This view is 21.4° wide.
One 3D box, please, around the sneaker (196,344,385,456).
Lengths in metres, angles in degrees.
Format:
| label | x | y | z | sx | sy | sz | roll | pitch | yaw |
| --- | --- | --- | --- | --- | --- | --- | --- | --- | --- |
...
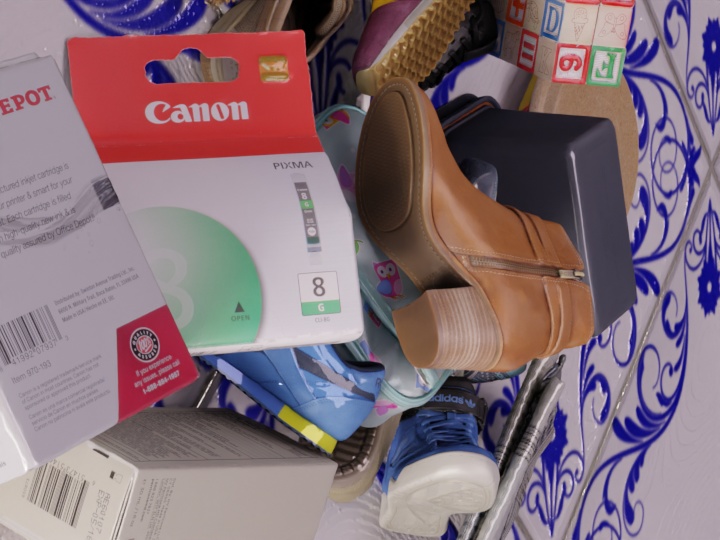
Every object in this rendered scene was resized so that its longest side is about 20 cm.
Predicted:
| label | x | y | z | sx | sy | sz | roll | pitch | yaw |
| --- | --- | --- | --- | --- | --- | --- | --- | --- | --- |
| sneaker | -0.071 | 0.033 | 1.206 | 0.200 | 0.066 | 0.079 | 37 | 89 | -18 |

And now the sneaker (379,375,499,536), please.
| label | x | y | z | sx | sy | sz | roll | pitch | yaw |
| --- | --- | --- | --- | --- | --- | --- | --- | --- | --- |
| sneaker | 0.059 | 0.124 | 1.396 | 0.200 | 0.076 | 0.112 | 113 | -14 | -71 |

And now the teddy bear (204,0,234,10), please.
| label | x | y | z | sx | sy | sz | roll | pitch | yaw |
| --- | --- | --- | --- | --- | --- | --- | --- | --- | --- |
| teddy bear | -0.118 | -0.250 | 1.182 | 0.201 | 0.066 | 0.146 | 60 | 43 | -39 |

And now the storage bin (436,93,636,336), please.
| label | x | y | z | sx | sy | sz | roll | pitch | yaw |
| --- | --- | --- | --- | --- | --- | --- | --- | --- | --- |
| storage bin | 0.132 | -0.033 | 1.507 | 0.145 | 0.133 | 0.202 | -32 | 117 | -51 |

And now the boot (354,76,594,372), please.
| label | x | y | z | sx | sy | sz | roll | pitch | yaw |
| --- | --- | --- | --- | --- | --- | --- | --- | --- | --- |
| boot | 0.080 | -0.031 | 1.283 | 0.154 | 0.073 | 0.202 | -5 | 84 | -39 |

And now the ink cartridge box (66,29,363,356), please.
| label | x | y | z | sx | sy | sz | roll | pitch | yaw |
| --- | --- | --- | --- | --- | --- | --- | --- | --- | --- |
| ink cartridge box | -0.088 | -0.050 | 1.155 | 0.160 | 0.050 | 0.202 | -4 | 85 | -22 |

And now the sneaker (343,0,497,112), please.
| label | x | y | z | sx | sy | sz | roll | pitch | yaw |
| --- | --- | --- | --- | --- | --- | --- | --- | --- | --- |
| sneaker | 0.050 | -0.168 | 1.392 | 0.070 | 0.099 | 0.202 | 123 | -18 | -72 |

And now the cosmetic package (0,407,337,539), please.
| label | x | y | z | sx | sy | sz | roll | pitch | yaw |
| --- | --- | --- | --- | --- | --- | --- | --- | --- | --- |
| cosmetic package | -0.116 | 0.132 | 1.163 | 0.199 | 0.103 | 0.074 | 9 | 101 | -55 |

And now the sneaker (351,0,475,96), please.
| label | x | y | z | sx | sy | sz | roll | pitch | yaw |
| --- | --- | --- | --- | --- | --- | --- | --- | --- | --- |
| sneaker | 0.032 | -0.207 | 1.336 | 0.201 | 0.090 | 0.075 | -55 | 161 | -26 |

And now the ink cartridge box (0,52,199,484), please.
| label | x | y | z | sx | sy | sz | roll | pitch | yaw |
| --- | --- | --- | --- | --- | --- | --- | --- | --- | --- |
| ink cartridge box | -0.194 | 0.001 | 1.015 | 0.145 | 0.083 | 0.201 | -27 | 92 | -53 |

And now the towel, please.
| label | x | y | z | sx | sy | sz | roll | pitch | yaw |
| --- | --- | --- | --- | --- | --- | --- | --- | --- | --- |
| towel | 0.121 | 0.170 | 1.505 | 0.193 | 0.034 | 0.201 | 78 | 34 | -68 |

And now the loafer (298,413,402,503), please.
| label | x | y | z | sx | sy | sz | roll | pitch | yaw |
| --- | --- | --- | --- | --- | --- | --- | --- | --- | --- |
| loafer | 0.000 | 0.083 | 1.375 | 0.069 | 0.075 | 0.201 | 95 | 15 | -50 |

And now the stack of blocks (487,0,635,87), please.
| label | x | y | z | sx | sy | sz | roll | pitch | yaw |
| --- | --- | --- | --- | --- | --- | --- | --- | --- | --- |
| stack of blocks | 0.130 | -0.215 | 1.422 | 0.058 | 0.200 | 0.116 | 1 | 106 | -24 |

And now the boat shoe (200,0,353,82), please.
| label | x | y | z | sx | sy | sz | roll | pitch | yaw |
| --- | --- | --- | --- | --- | --- | --- | --- | --- | --- |
| boat shoe | -0.035 | -0.184 | 1.311 | 0.201 | 0.064 | 0.072 | -58 | 136 | -37 |

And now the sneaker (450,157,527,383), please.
| label | x | y | z | sx | sy | sz | roll | pitch | yaw |
| --- | --- | --- | --- | --- | --- | --- | --- | --- | --- |
| sneaker | 0.097 | 0.001 | 1.427 | 0.078 | 0.085 | 0.201 | -89 | -179 | -51 |

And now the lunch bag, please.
| label | x | y | z | sx | sy | sz | roll | pitch | yaw |
| --- | --- | --- | --- | --- | --- | --- | --- | --- | --- |
| lunch bag | 0.000 | 0.000 | 1.301 | 0.200 | 0.077 | 0.161 | 50 | 47 | -9 |

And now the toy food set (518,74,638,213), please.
| label | x | y | z | sx | sy | sz | roll | pitch | yaw |
| --- | --- | --- | --- | --- | --- | --- | --- | --- | --- |
| toy food set | 0.188 | -0.105 | 1.663 | 0.200 | 0.048 | 0.199 | 56 | 47 | -41 |
